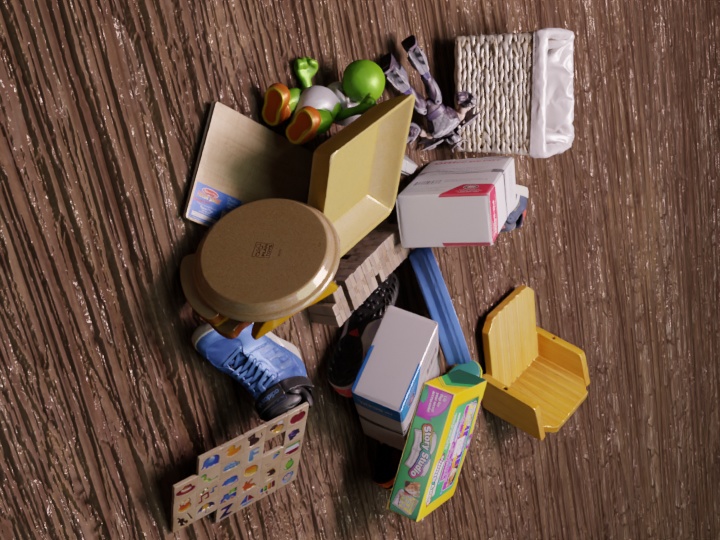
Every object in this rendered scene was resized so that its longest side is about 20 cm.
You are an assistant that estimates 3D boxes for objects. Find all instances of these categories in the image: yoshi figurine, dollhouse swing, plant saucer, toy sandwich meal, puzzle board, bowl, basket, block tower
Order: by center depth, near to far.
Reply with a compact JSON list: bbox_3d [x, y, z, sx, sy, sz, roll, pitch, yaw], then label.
[{"bbox_3d":[-0.118,0.000,1.197,0.206,0.203,0.071,-56,154,-28],"label":"toy sandwich meal"},{"bbox_3d":[-0.144,-0.114,1.285,0.199,0.017,0.153,22,80,-50],"label":"puzzle board"},{"bbox_3d":[-0.011,-0.122,1.298,0.200,0.048,0.202,-42,152,-43],"label":"plant saucer"},{"bbox_3d":[-0.035,-0.241,1.329,0.199,0.111,0.114,-27,108,-51],"label":"yoshi figurine"},{"bbox_3d":[0.000,0.000,1.448,0.200,0.057,0.055,-47,130,-37],"label":"block tower"},{"bbox_3d":[0.121,0.054,1.528,0.201,0.039,0.203,-21,91,-88],"label":"bowl"},{"bbox_3d":[0.256,-0.291,1.607,0.198,0.159,0.203,-26,116,-62],"label":"basket"},{"bbox_3d":[0.329,0.159,1.803,0.199,0.180,0.178,-35,142,-42],"label":"dollhouse swing"}]

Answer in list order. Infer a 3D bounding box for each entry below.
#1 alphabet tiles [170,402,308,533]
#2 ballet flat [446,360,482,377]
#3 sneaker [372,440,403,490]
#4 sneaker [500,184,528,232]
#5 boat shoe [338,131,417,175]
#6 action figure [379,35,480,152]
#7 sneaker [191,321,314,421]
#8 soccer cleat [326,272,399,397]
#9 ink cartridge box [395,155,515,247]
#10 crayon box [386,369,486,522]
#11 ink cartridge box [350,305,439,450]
[{"bbox_3d":[-0.157,0.264,1.264,0.198,0.008,0.169,-23,143,-32],"label":"alphabet tiles"},{"bbox_3d":[0.150,0.247,1.678,0.201,0.066,0.067,-60,157,-22],"label":"ballet flat"},{"bbox_3d":[0.069,0.253,1.562,0.090,0.069,0.203,15,86,-54],"label":"sneaker"},{"bbox_3d":[0.236,-0.111,1.706,0.199,0.074,0.086,4,89,-51],"label":"sneaker"},{"bbox_3d":[0.013,-0.157,1.438,0.199,0.071,0.064,4,121,-56],"label":"boat shoe"},{"bbox_3d":[0.106,-0.258,1.508,0.129,0.070,0.200,-36,120,7],"label":"action figure"},{"bbox_3d":[-0.130,0.133,1.258,0.076,0.112,0.200,-37,144,13],"label":"sneaker"},{"bbox_3d":[0.007,0.095,1.475,0.073,0.067,0.202,67,42,-60],"label":"soccer cleat"},{"bbox_3d":[0.152,-0.108,1.506,0.200,0.143,0.085,-48,133,-61],"label":"ink cartridge box"},{"bbox_3d":[0.119,0.263,1.498,0.172,0.058,0.203,-2,109,-66],"label":"crayon box"},{"bbox_3d":[0.057,0.166,1.462,0.201,0.083,0.147,80,31,-63],"label":"ink cartridge box"}]
